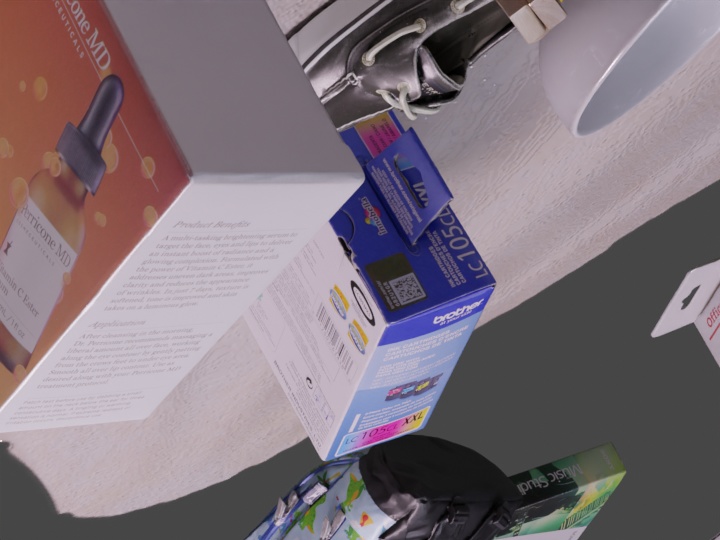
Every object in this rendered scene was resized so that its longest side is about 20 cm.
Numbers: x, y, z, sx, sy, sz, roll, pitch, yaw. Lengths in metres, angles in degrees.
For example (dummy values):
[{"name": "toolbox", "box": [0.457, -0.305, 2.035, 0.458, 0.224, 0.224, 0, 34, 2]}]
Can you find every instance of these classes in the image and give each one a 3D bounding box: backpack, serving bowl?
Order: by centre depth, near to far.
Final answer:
[{"name": "serving bowl", "box": [0.162, -0.162, 1.285, 0.200, 0.066, 0.200, -43, 171, -9]}, {"name": "backpack", "box": [-0.001, 0.213, 1.842, 0.163, 0.154, 0.200, 5, 119, -56]}]

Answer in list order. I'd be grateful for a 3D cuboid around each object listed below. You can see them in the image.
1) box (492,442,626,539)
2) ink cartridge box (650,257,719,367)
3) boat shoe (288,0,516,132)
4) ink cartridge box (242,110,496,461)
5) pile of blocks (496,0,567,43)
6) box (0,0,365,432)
[{"name": "box", "box": [0.119, 0.221, 2.102, 0.200, 0.036, 0.144, -18, 155, -25]}, {"name": "ink cartridge box", "box": [0.337, 0.021, 1.891, 0.200, 0.067, 0.116, -19, 156, -21]}, {"name": "boat shoe", "box": [0.023, -0.114, 1.260, 0.200, 0.064, 0.071, -39, 155, 24]}, {"name": "ink cartridge box", "box": [0.000, 0.000, 1.379, 0.076, 0.137, 0.200, -20, 156, -23]}, {"name": "pile of blocks", "box": [0.106, -0.184, 1.138, 0.082, 0.062, 0.200, -11, 134, -18]}, {"name": "box", "box": [-0.120, -0.042, 1.138, 0.106, 0.152, 0.200, -3, 145, -44]}]
